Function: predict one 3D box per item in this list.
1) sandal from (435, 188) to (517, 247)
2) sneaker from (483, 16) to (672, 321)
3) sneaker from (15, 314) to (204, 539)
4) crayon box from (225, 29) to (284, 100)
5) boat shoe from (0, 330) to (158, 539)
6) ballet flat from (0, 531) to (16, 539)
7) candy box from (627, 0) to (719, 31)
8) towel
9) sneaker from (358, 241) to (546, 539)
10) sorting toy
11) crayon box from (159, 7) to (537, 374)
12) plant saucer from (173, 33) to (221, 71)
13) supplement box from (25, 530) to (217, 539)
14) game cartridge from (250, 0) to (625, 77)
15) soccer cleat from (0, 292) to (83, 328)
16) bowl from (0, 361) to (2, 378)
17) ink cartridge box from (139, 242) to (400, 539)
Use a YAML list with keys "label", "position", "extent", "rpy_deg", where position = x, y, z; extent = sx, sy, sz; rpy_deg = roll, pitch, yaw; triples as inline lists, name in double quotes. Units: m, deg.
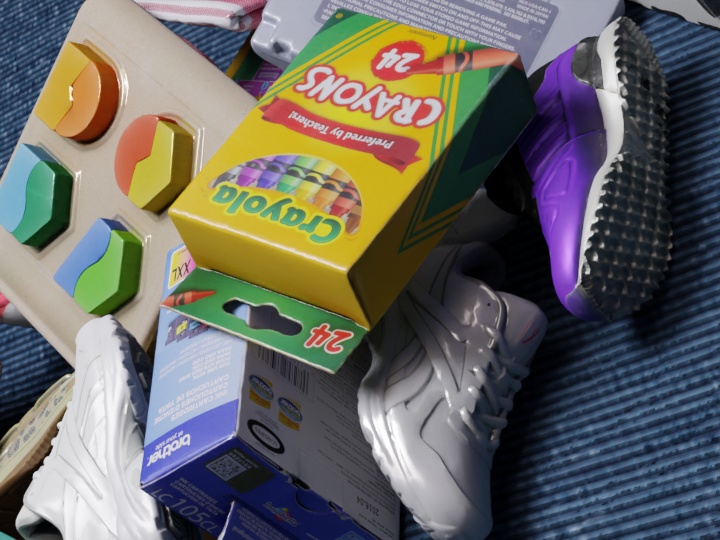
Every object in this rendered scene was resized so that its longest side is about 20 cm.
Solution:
- label: "sandal"
  position: [0.002, -0.004, 1.307]
  extent: [0.202, 0.050, 0.083]
  rpy_deg: [-13, 27, 19]
- label: "sneaker"
  position: [0.112, -0.044, 1.198]
  extent: [0.099, 0.070, 0.200]
  rpy_deg: [-19, 41, 31]
- label: "sneaker"
  position: [-0.151, 0.107, 1.220]
  extent: [0.099, 0.078, 0.200]
  rpy_deg: [-25, 42, 9]
- label: "crayon box"
  position: [-0.018, -0.105, 1.418]
  extent: [0.200, 0.058, 0.119]
  rpy_deg: [10, 65, 52]
- label: "boat shoe"
  position: [-0.180, 0.095, 1.397]
  extent: [0.200, 0.073, 0.063]
  rpy_deg: [-40, 38, 15]
- label: "ballet flat"
  position: [-0.158, 0.213, 1.218]
  extent: [0.070, 0.067, 0.200]
  rpy_deg: [-30, 71, 1]
- label: "candy box"
  position: [0.140, -0.219, 1.280]
  extent: [0.061, 0.136, 0.200]
  rpy_deg: [-52, 35, -4]
- label: "towel"
  position: [-0.049, -0.183, 1.450]
  extent: [0.200, 0.030, 0.146]
  rpy_deg: [-19, 17, -35]
- label: "sneaker"
  position: [0.053, 0.054, 1.163]
  extent: [0.099, 0.078, 0.200]
  rpy_deg: [-24, 46, 16]
- label: "sorting toy"
  position: [-0.161, -0.055, 1.357]
  extent: [0.185, 0.036, 0.200]
  rpy_deg: [40, 105, 39]
- label: "crayon box"
  position: [-0.011, -0.047, 1.170]
  extent: [0.127, 0.051, 0.200]
  rpy_deg: [18, 58, 33]
- label: "plant saucer"
  position: [-0.121, -0.057, 1.424]
  extent: [0.200, 0.051, 0.201]
  rpy_deg: [12, 106, 51]
- label: "supplement box"
  position: [-0.143, 0.174, 1.289]
  extent: [0.200, 0.067, 0.069]
  rpy_deg: [-37, 36, 19]
- label: "game cartridge"
  position: [0.050, -0.154, 1.321]
  extent: [0.200, 0.041, 0.133]
  rpy_deg: [23, 76, 17]
- label: "soccer cleat"
  position: [-0.181, 0.010, 1.432]
  extent: [0.200, 0.076, 0.067]
  rpy_deg: [0, 74, 36]
- label: "bowl"
  position: [-0.296, 0.132, 1.447]
  extent: [0.200, 0.074, 0.200]
  rpy_deg: [123, 159, -46]
- label: "ink cartridge box"
  position: [-0.045, 0.083, 1.202]
  extent: [0.076, 0.136, 0.200]
  rpy_deg: [-30, 39, 29]
